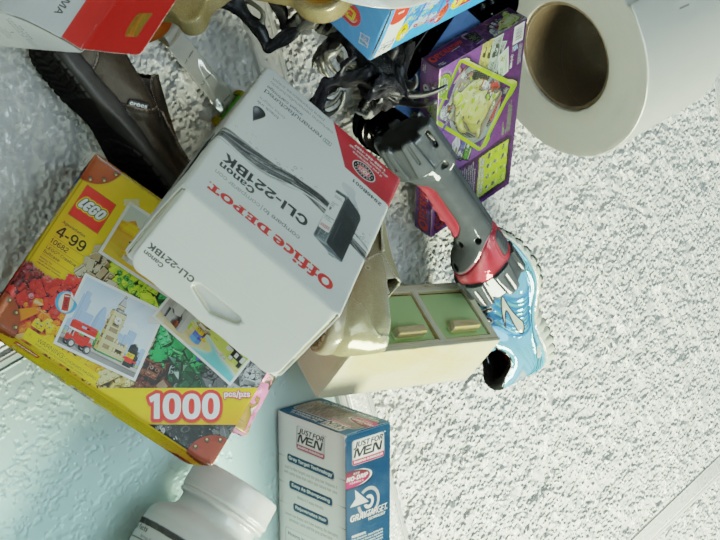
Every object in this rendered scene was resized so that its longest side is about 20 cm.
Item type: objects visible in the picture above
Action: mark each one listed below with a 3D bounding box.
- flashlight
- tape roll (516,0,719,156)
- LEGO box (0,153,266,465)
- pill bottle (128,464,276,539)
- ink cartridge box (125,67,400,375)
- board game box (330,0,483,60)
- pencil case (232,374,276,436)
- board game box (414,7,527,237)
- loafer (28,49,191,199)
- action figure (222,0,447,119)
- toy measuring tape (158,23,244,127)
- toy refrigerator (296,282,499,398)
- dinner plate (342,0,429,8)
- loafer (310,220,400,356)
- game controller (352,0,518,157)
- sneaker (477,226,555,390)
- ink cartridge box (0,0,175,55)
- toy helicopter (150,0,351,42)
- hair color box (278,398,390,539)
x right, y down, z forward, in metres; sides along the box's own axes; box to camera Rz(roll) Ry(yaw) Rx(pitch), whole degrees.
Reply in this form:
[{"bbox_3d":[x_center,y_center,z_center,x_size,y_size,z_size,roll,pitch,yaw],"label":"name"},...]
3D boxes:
[{"bbox_3d":[0.081,-0.056,1.246,0.068,0.068,0.200,-44,122,-7],"label":"flashlight"},{"bbox_3d":[0.242,-0.231,1.324,0.138,0.201,0.205,-28,117,-36],"label":"tape roll"},{"bbox_3d":[-0.165,0.034,1.028,0.199,0.077,0.150,35,74,-14],"label":"LEGO box"},{"bbox_3d":[-0.154,0.264,1.117,0.111,0.110,0.201,45,69,-39],"label":"pill bottle"},{"bbox_3d":[-0.066,-0.041,1.002,0.144,0.084,0.201,39,35,-10],"label":"ink cartridge box"},{"bbox_3d":[0.013,-0.288,1.101,0.195,0.200,0.056,-32,161,-37],"label":"board game box"},{"bbox_3d":[-0.096,0.041,1.141,0.082,0.086,0.202,28,79,-21],"label":"pencil case"},{"bbox_3d":[0.103,-0.138,1.276,0.120,0.032,0.202,-37,145,-33],"label":"board game box"},{"bbox_3d":[-0.171,-0.123,1.045,0.071,0.073,0.201,-51,129,-23],"label":"loafer"},{"bbox_3d":[-0.030,-0.177,1.103,0.199,0.102,0.119,35,41,0],"label":"action figure"},{"bbox_3d":[-0.091,-0.130,1.121,0.074,0.073,0.201,-53,129,-21],"label":"toy measuring tape"},{"bbox_3d":[0.033,0.061,1.257,0.198,0.076,0.070,-2,140,-43],"label":"toy refrigerator"},{"bbox_3d":[-0.010,-0.281,1.027,0.199,0.201,0.024,-22,156,-38],"label":"dinner plate"},{"bbox_3d":[0.000,0.000,1.185,0.068,0.076,0.202,23,49,-16],"label":"loafer"},{"bbox_3d":[0.071,-0.191,1.238,0.104,0.042,0.201,27,102,-47],"label":"game controller"},{"bbox_3d":[0.138,0.040,1.369,0.090,0.078,0.202,-37,122,-27],"label":"sneaker"},{"bbox_3d":[-0.181,-0.228,0.927,0.050,0.199,0.162,43,70,-39],"label":"ink cartridge box"},{"bbox_3d":[-0.098,-0.236,1.024,0.079,0.197,0.134,79,28,-65],"label":"toy helicopter"},{"bbox_3d":[-0.024,0.230,1.238,0.060,0.099,0.203,-11,107,-41],"label":"hair color box"}]
